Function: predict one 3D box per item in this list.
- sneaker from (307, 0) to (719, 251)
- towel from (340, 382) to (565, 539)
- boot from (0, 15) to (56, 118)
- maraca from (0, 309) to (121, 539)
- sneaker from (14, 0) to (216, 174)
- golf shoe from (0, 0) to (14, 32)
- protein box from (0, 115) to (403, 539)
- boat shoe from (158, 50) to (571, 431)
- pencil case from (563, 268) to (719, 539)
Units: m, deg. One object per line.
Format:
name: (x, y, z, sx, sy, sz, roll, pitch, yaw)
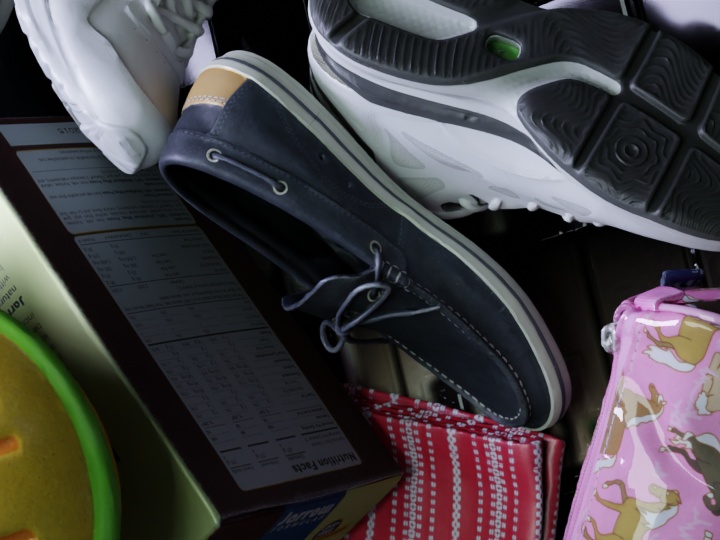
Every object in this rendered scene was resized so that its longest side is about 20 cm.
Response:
sneaker: (0.070, -0.050, 1.132, 0.200, 0.115, 0.076, 26, 63, 8)
towel: (-0.008, 0.121, 1.211, 0.199, 0.022, 0.145, 11, 98, 35)
boot: (-0.243, -0.093, 1.265, 0.199, 0.076, 0.169, -16, 84, 2)
maraca: (-0.168, 0.067, 1.073, 0.200, 0.107, 0.137, 42, 107, 24)
sneaker: (-0.088, -0.124, 1.186, 0.099, 0.078, 0.200, -23, 43, 10)
golf shoe: (-0.189, -0.107, 1.184, 0.075, 0.092, 0.201, 13, 78, 1)
protein box: (-0.131, 0.074, 1.195, 0.199, 0.135, 0.200, -45, 70, 27)
boat shoe: (0.000, 0.000, 1.133, 0.200, 0.062, 0.075, 43, 153, -9)
pencil case: (0.116, 0.103, 1.084, 0.086, 0.083, 0.201, 22, 105, 32)
